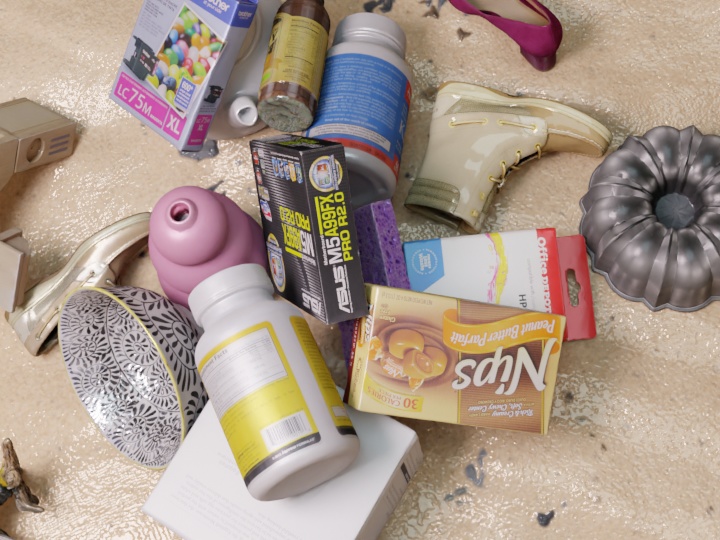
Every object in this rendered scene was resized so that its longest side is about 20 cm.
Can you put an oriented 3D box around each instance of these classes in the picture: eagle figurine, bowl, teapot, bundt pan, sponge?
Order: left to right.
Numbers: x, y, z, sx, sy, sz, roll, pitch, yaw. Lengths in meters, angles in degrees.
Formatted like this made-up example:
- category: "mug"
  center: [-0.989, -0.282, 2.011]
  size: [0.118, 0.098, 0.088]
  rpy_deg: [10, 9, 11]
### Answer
- category: "eagle figurine"
  center: [-0.430, 0.250, 1.299]
  size: [0.199, 0.153, 0.151]
  rpy_deg: [-28, 33, -19]
- category: "bowl"
  center: [-0.213, 0.093, 1.320]
  size: [0.094, 0.202, 0.201]
  rpy_deg: [-28, 67, -40]
- category: "teapot"
  center: [-0.161, -0.254, 1.419]
  size: [0.198, 0.146, 0.199]
  rpy_deg: [18, 75, 13]
- category: "sponge"
  center: [0.013, 0.038, 1.297]
  size: [0.030, 0.111, 0.203]
  rpy_deg: [-11, 89, -33]
- category: "bundt pan"
  center: [0.328, -0.063, 1.336]
  size: [0.199, 0.076, 0.205]
  rpy_deg: [-2, 72, 6]

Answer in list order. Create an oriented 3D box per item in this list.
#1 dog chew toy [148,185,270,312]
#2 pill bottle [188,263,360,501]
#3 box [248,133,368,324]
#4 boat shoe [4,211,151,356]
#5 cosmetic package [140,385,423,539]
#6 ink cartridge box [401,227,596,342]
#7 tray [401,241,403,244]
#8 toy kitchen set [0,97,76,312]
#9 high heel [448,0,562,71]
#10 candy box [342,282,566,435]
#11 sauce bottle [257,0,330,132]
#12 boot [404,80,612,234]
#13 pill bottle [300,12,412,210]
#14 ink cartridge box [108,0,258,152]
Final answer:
- category: "dog chew toy"
  center: [-0.160, -0.025, 1.317]
  size: [0.123, 0.200, 0.126]
  rpy_deg: [-2, 72, 6]
- category: "pill bottle"
  center: [-0.086, 0.100, 1.187]
  size: [0.111, 0.112, 0.202]
  rpy_deg: [-25, 70, -1]
- category: "box"
  center: [-0.054, -0.046, 1.246]
  size: [0.044, 0.200, 0.162]
  rpy_deg: [-11, 102, -17]
- category: "boat shoe"
  center: [-0.290, 0.014, 1.392]
  size: [0.199, 0.072, 0.065]
  rpy_deg: [-37, 77, 1]
- category: "cosmetic package"
  center: [-0.072, 0.210, 1.273]
  size: [0.198, 0.123, 0.201]
  rpy_deg: [29, 76, 15]
- category: "ink cartridge box"
  center: [0.144, 0.022, 1.318]
  size: [0.197, 0.067, 0.118]
  rpy_deg: [-6, 82, -2]
- category: "tray"
  center: [0.000, 0.000, 1.384]
  size: [0.107, 0.022, 0.200]
  rpy_deg: [-42, 73, -6]
- category: "toy kitchen set"
  center: [-0.383, -0.054, 1.422]
  size: [0.162, 0.180, 0.202]
  rpy_deg: [26, 117, 18]
- category: "high heel"
  center: [0.151, -0.310, 1.424]
  size: [0.067, 0.096, 0.200]
  rpy_deg: [-44, 73, -8]
- category: "candy box"
  center: [0.090, 0.085, 1.224]
  size: [0.198, 0.055, 0.117]
  rpy_deg: [9, 91, -19]
- category: "sauce bottle"
  center: [-0.065, -0.241, 1.363]
  size: [0.064, 0.065, 0.202]
  rpy_deg: [3, 57, 8]
- category: "boot"
  center: [0.156, -0.108, 1.371]
  size: [0.198, 0.073, 0.157]
  rpy_deg: [16, 75, 13]
- category: "pill bottle"
  center: [-0.002, -0.174, 1.384]
  size: [0.111, 0.113, 0.202]
  rpy_deg: [5, 62, 9]
- category: "ink cartridge box"
  center: [-0.180, -0.240, 1.332]
  size: [0.119, 0.042, 0.202]
  rpy_deg: [35, 110, 25]
